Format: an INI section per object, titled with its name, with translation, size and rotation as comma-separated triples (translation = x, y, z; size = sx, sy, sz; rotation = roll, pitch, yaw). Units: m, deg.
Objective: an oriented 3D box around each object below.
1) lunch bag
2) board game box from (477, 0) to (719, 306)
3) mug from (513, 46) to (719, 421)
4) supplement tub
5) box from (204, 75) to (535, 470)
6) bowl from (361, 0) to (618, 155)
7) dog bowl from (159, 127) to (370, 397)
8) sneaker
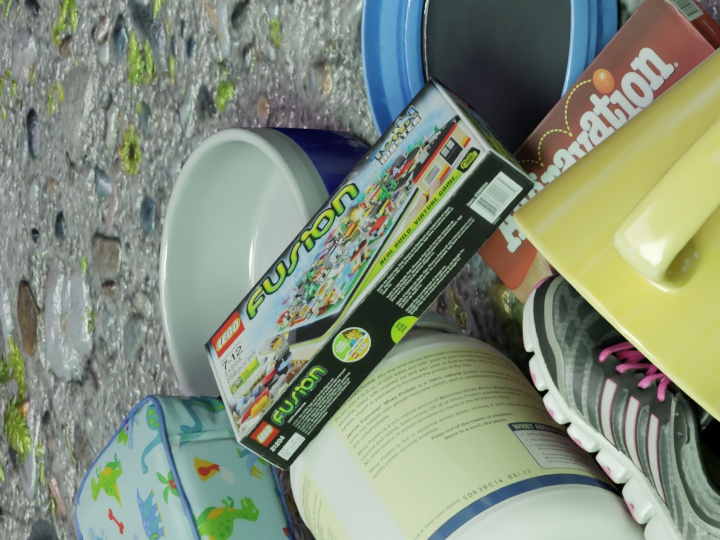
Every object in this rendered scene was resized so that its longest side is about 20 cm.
[lunch bag]
translation = -0.102, 0.185, 1.191
size = 0.161, 0.082, 0.200
rotation = -53, 48, 42
[board game box]
translation = 0.132, -0.045, 0.989
size = 0.103, 0.019, 0.200
rotation = 50, 136, 11
[mug]
translation = 0.173, -0.022, 0.825
size = 0.153, 0.149, 0.187
rotation = -47, 14, 8
[supplement tub]
translation = 0.050, 0.124, 1.038
size = 0.200, 0.145, 0.145
rotation = 53, 133, 48
[box]
translation = 0.000, 0.000, 1.039
size = 0.200, 0.035, 0.110
rotation = -50, 27, 10
[bowl]
translation = 0.070, -0.134, 1.096
size = 0.201, 0.039, 0.201
rotation = 5, 96, 56
[dog bowl]
translation = -0.049, 0.008, 1.250
size = 0.200, 0.079, 0.200
rotation = 6, 98, 56
[sneaker]
translation = 0.154, 0.068, 0.950
size = 0.200, 0.074, 0.087
rotation = 59, 137, 28
